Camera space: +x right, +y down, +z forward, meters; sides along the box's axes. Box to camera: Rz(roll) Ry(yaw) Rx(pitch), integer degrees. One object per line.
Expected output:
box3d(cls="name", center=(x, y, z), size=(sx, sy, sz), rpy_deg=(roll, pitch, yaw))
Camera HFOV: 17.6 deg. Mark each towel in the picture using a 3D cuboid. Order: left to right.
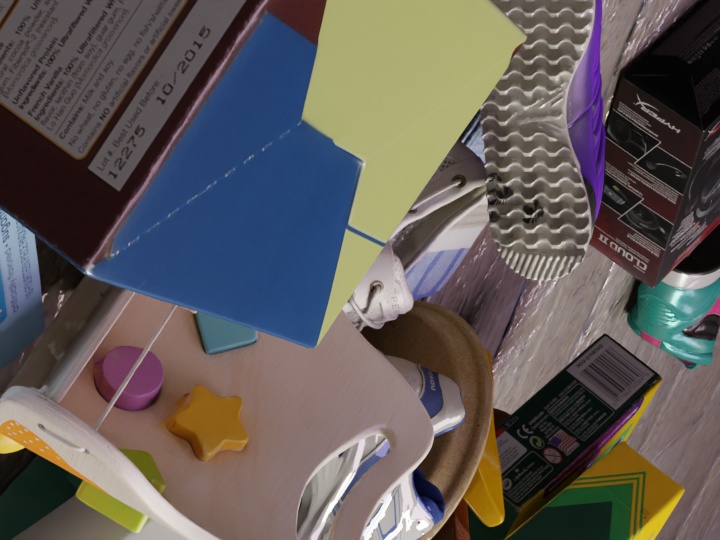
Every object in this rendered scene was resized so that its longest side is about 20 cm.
box3d(cls="towel", center=(0.069, -0.064, 1.426), size=(0.200, 0.024, 0.147), rpy_deg=(-58, 163, 16))

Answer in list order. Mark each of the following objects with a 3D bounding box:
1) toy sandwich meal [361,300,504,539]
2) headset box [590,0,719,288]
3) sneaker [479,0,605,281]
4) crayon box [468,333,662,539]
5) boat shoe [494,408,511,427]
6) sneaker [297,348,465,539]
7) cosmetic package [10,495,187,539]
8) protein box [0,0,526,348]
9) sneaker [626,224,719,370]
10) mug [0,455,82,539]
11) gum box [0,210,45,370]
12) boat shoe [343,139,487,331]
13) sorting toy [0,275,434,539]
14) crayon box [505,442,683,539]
box3d(cls="toy sandwich meal", center=(0.013, 0.114, 1.343), size=(0.070, 0.205, 0.205), rpy_deg=(37, 89, -39))
box3d(cls="headset box", center=(0.242, -0.095, 1.696), size=(0.149, 0.077, 0.200), rpy_deg=(-42, 158, -30))
box3d(cls="sneaker", center=(0.105, -0.099, 1.319), size=(0.100, 0.069, 0.201), rpy_deg=(-23, 115, -74))
box3d(cls="crayon box", center=(0.107, 0.157, 1.595), size=(0.200, 0.058, 0.173), rpy_deg=(-35, 158, -48))
box3d(cls="boat shoe", center=(0.041, 0.161, 1.673), size=(0.200, 0.070, 0.070), rpy_deg=(-24, 139, -41))
box3d(cls="sneaker", center=(-0.002, 0.139, 1.234), size=(0.075, 0.088, 0.200), rpy_deg=(-97, -159, -65))
box3d(cls="cosmetic package", center=(-0.142, 0.187, 1.106), size=(0.200, 0.113, 0.081), rpy_deg=(-33, -159, 4))
box3d(cls="protein box", center=(-0.084, -0.094, 0.746), size=(0.135, 0.200, 0.198), rpy_deg=(-55, 161, 4))
box3d(cls="sneaker", center=(0.297, 0.022, 2.007), size=(0.200, 0.084, 0.121), rpy_deg=(-18, 135, -48))
box3d(cls="mug", center=(-0.126, 0.161, 1.210), size=(0.152, 0.114, 0.185), rpy_deg=(-52, 161, -5))
box3d(cls="gum box", center=(-0.209, 0.030, 0.899), size=(0.200, 0.045, 0.170), rpy_deg=(-45, 160, -27))
box3d(cls="boat shoe", center=(0.000, 0.000, 1.301), size=(0.200, 0.069, 0.071), rpy_deg=(-48, 161, -15))
box3d(cls="sorting toy", center=(-0.057, 0.063, 1.046), size=(0.107, 0.180, 0.200), rpy_deg=(-49, -172, 45))
box3d(cls="crayon box", center=(0.110, 0.228, 1.513), size=(0.172, 0.058, 0.200), rpy_deg=(-30, 153, -49))
